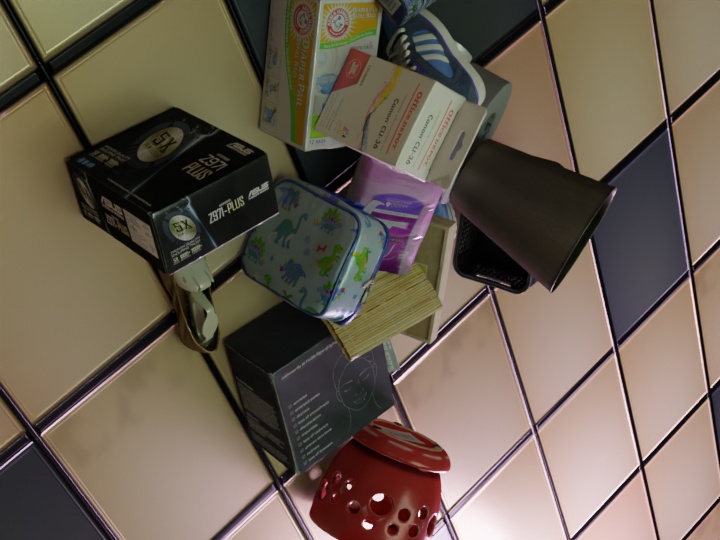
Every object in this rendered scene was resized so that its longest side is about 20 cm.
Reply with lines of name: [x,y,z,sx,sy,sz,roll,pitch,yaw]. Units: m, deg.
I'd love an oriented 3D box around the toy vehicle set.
toy vehicle set: [0.068,0.002,1.774,0.027,0.124,0.201,-39,143,-53]

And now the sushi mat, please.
sushi mat: [0.029,0.050,1.679,0.200,0.096,0.012,-27,172,-39]

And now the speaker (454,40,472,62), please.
speaker: [0.078,-0.242,1.695,0.081,0.081,0.200,33,87,-47]

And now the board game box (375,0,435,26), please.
board game box: [0.056,-0.445,1.517,0.200,0.062,0.200,48,58,-1]

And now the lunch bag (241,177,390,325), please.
lunch bag: [-0.060,-0.030,1.589,0.082,0.200,0.161,17,99,-47]

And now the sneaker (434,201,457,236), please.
sneaker: [0.087,-0.035,1.817,0.089,0.078,0.201,-9,118,-43]

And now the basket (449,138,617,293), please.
basket: [0.244,-0.096,1.733,0.181,0.200,0.136,-59,166,13]

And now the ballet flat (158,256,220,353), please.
ballet flat: [-0.221,0.030,1.562,0.068,0.072,0.201,-28,128,-31]

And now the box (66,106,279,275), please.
box: [-0.223,-0.100,1.396,0.163,0.200,0.086,-31,130,-28]

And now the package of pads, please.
package of pads: [0.039,-0.091,1.645,0.120,0.076,0.200,11,130,-13]

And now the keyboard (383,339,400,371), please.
keyboard: [0.007,0.071,1.784,0.056,0.011,0.201,-12,115,12]

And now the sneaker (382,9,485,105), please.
sneaker: [0.060,-0.268,1.583,0.146,0.200,0.081,-31,164,-34]

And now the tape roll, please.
tape roll: [0.143,-0.199,1.722,0.201,0.066,0.200,-57,169,-17]

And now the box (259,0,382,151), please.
box: [-0.052,-0.269,1.540,0.112,0.101,0.201,-12,119,-40]

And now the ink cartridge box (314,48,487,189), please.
ink cartridge box: [0.048,-0.187,1.456,0.067,0.200,0.117,20,96,-48]

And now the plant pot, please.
plant pot: [0.040,0.345,1.889,0.200,0.200,0.183,17,96,-47]

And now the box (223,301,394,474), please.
box: [-0.070,0.151,1.732,0.200,0.124,0.197,-33,132,-28]

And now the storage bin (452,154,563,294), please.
storage bin: [0.236,-0.080,1.875,0.094,0.135,0.201,-29,132,-57]
